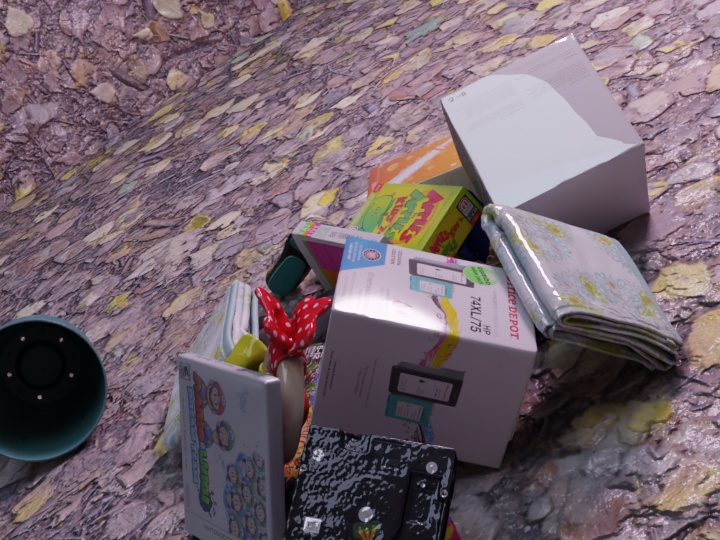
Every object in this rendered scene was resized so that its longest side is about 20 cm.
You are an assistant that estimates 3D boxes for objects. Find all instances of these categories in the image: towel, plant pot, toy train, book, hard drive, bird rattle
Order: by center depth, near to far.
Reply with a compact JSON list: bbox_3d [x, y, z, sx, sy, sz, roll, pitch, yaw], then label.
[{"bbox_3d":[0.001,0.242,0.840,0.137,0.038,0.204,6,64,14],"label":"hard drive"},{"bbox_3d":[0.225,0.011,1.005,0.049,0.169,0.201,-58,30,27],"label":"towel"},{"bbox_3d":[-0.078,0.120,1.047,0.200,0.111,0.166,137,133,-55],"label":"bird rattle"},{"bbox_3d":[0.115,-0.006,1.287,0.115,0.084,0.202,-32,30,32],"label":"toy train"},{"bbox_3d":[-0.192,0.123,1.295,0.172,0.048,0.201,-55,17,21],"label":"towel"},{"bbox_3d":[0.000,0.000,1.308,0.048,0.134,0.199,-48,31,-19],"label":"book"},{"bbox_3d":[-0.473,0.158,1.451,0.199,0.203,0.161,-32,14,-8],"label":"plant pot"}]

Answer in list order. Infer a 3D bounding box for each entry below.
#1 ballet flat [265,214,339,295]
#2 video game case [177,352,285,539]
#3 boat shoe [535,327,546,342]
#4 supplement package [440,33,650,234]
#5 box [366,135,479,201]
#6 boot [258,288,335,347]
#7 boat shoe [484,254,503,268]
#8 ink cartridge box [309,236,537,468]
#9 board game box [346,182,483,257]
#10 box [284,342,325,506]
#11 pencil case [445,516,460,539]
[{"bbox_3d":[-0.082,-0.037,1.461,0.200,0.067,0.076,-45,21,47],"label":"ballet flat"},{"bbox_3d":[-0.138,0.199,1.037,0.023,0.205,0.180,-6,8,-38],"label":"video game case"},{"bbox_3d":[0.178,0.054,1.111,0.196,0.073,0.060,-20,23,4],"label":"boat shoe"},{"bbox_3d":[0.232,-0.145,1.240,0.188,0.148,0.202,-25,55,5],"label":"supplement package"},{"bbox_3d":[0.117,-0.121,1.455,0.197,0.099,0.125,-21,26,16],"label":"box"},{"bbox_3d":[-0.067,0.105,1.289,0.197,0.070,0.133,-23,33,24],"label":"boot"},{"bbox_3d":[0.173,0.016,1.170,0.196,0.073,0.072,-20,27,0],"label":"boat shoe"},{"bbox_3d":[0.063,0.080,0.994,0.196,0.148,0.148,11,31,-1],"label":"ink cartridge box"},{"bbox_3d":[0.062,-0.058,1.282,0.102,0.048,0.199,-55,28,-14],"label":"board game box"},{"bbox_3d":[-0.083,0.176,1.142,0.134,0.038,0.202,-12,43,33],"label":"box"},{"bbox_3d":[-0.004,0.262,0.898,0.198,0.089,0.088,-34,26,-8],"label":"pencil case"}]
